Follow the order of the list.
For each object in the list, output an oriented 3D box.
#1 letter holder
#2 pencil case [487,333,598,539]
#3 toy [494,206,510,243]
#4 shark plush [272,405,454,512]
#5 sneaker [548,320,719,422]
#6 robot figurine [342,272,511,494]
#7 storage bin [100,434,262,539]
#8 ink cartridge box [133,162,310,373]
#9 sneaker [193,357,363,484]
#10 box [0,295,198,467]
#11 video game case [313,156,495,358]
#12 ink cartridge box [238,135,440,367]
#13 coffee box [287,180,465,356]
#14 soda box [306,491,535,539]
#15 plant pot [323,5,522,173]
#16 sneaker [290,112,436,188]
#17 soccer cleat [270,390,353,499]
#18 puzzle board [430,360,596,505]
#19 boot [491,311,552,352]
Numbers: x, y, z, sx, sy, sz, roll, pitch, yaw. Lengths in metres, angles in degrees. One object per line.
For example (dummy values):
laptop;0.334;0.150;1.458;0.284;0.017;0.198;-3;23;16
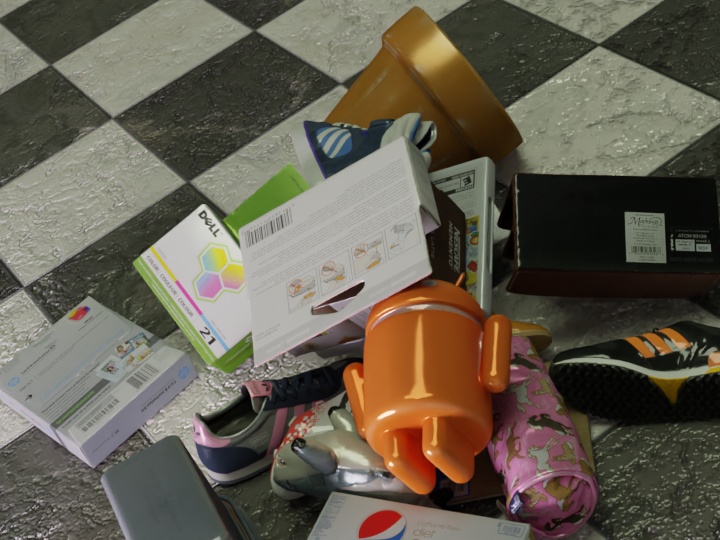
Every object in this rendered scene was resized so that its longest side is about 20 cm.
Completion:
letter holder;0.241;-0.022;1.437;0.198;0.142;0.101;1;71;-2
pencil case;0.146;0.145;1.293;0.086;0.083;0.201;-12;39;-4
toy;0.061;-0.020;1.579;0.199;0.047;0.116;-28;52;3
shark plush;0.017;0.197;1.319;0.199;0.084;0.091;18;24;6
sneaker;0.277;0.085;1.336;0.199;0.070;0.090;1;39;15
robot figurine;0.057;0.093;1.276;0.116;0.144;0.201;13;52;-15
storage bin;-0.164;0.255;1.294;0.145;0.135;0.200;-28;37;-9
ink cartridge box;-0.118;-0.011;1.550;0.200;0.076;0.148;-40;74;1
sneaker;-0.075;0.133;1.438;0.199;0.082;0.070;-32;38;-13
box;-0.299;0.119;1.600;0.199;0.041;0.156;24;57;42
video game case;0.045;-0.012;1.474;0.199;0.023;0.183;-15;54;29
ink cartridge box;-0.018;-0.011;1.357;0.199;0.045;0.177;-28;47;20
coffee box;0.000;0.000;1.426;0.199;0.080;0.115;-16;55;28
soda box;0.056;0.249;1.247;0.199;0.068;0.064;5;46;31
plant pot;0.055;-0.169;1.666;0.183;0.200;0.200;-39;38;4
sneaker;0.011;-0.125;1.526;0.146;0.081;0.200;-22;26;1
soccer cleat;-0.002;0.149;1.378;0.200;0.069;0.085;-39;30;-11
puzzle board;0.118;0.158;1.368;0.199;0.017;0.151;-13;40;12
boot;0.099;0.023;1.464;0.200;0.071;0.145;-9;62;27
